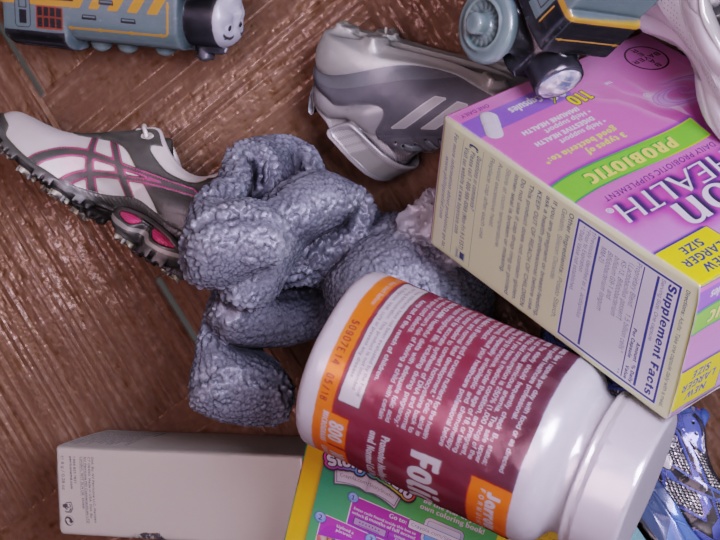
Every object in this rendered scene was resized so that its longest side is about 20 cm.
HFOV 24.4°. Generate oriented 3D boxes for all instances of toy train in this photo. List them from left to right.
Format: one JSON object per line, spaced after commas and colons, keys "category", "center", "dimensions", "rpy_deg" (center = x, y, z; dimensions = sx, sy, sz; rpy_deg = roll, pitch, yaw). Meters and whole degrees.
{"category": "toy train", "center": [-0.171, -0.212, 1.192], "dimensions": [0.200, 0.085, 0.114], "rpy_deg": [8, 109, 19]}
{"category": "toy train", "center": [0.101, -0.203, 0.982], "dimensions": [0.114, 0.085, 0.200], "rpy_deg": [-41, 57, 42]}

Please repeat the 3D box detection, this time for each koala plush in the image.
{"category": "koala plush", "center": [0.000, 0.000, 1.112], "dimensions": [0.200, 0.184, 0.177], "rpy_deg": [8, 130, 10]}

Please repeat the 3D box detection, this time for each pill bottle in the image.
{"category": "pill bottle", "center": [0.073, 0.088, 0.973], "dimensions": [0.200, 0.114, 0.114], "rpy_deg": [23, 103, 18]}

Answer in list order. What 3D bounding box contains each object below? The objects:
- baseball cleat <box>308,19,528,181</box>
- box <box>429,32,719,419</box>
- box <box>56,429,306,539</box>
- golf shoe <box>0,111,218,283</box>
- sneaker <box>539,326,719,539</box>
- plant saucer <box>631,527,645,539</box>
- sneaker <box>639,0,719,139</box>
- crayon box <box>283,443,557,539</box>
{"category": "baseball cleat", "center": [0.058, -0.102, 1.133], "dimensions": [0.200, 0.070, 0.107], "rpy_deg": [22, 116, 23]}
{"category": "box", "center": [0.173, -0.035, 0.984], "dimensions": [0.200, 0.176, 0.097], "rpy_deg": [39, 139, 35]}
{"category": "box", "center": [-0.115, 0.156, 1.207], "dimensions": [0.200, 0.082, 0.068], "rpy_deg": [0, 94, 23]}
{"category": "golf shoe", "center": [-0.182, -0.073, 1.228], "dimensions": [0.200, 0.077, 0.088], "rpy_deg": [32, 85, 14]}
{"category": "sneaker", "center": [0.187, 0.104, 1.097], "dimensions": [0.078, 0.075, 0.200], "rpy_deg": [-37, 85, 5]}
{"category": "plant saucer", "center": [0.146, 0.136, 1.088], "dimensions": [0.019, 0.070, 0.200], "rpy_deg": [-34, 97, -3]}
{"category": "sneaker", "center": [0.201, -0.166, 0.956], "dimensions": [0.078, 0.099, 0.200], "rpy_deg": [-29, 62, -10]}
{"category": "crayon box", "center": [0.054, 0.169, 1.061], "dimensions": [0.200, 0.058, 0.119], "rpy_deg": [21, 117, 15]}
